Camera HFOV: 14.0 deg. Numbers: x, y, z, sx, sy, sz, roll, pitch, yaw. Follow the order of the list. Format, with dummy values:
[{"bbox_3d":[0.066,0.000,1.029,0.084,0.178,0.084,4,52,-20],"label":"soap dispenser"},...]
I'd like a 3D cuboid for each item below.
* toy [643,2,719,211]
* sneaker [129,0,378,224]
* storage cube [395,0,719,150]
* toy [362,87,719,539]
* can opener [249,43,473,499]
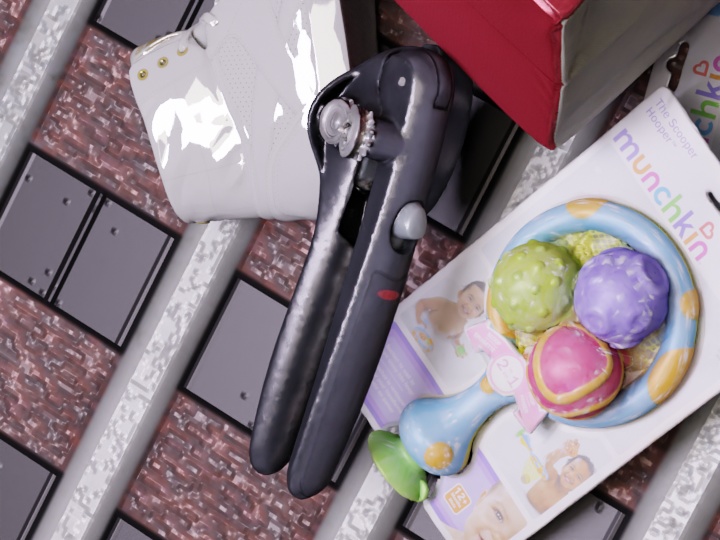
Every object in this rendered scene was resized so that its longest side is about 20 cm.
[{"bbox_3d":[0.207,-0.064,1.206,0.199,0.047,0.116,17,93,22],"label":"toy"},{"bbox_3d":[-0.054,-0.119,1.305,0.115,0.074,0.201,-4,87,19],"label":"sneaker"},{"bbox_3d":[0.076,-0.185,1.168,0.200,0.171,0.180,-43,77,-8],"label":"storage cube"},{"bbox_3d":[0.080,0.030,1.234,0.200,0.047,0.115,-41,76,27],"label":"toy"},{"bbox_3d":[0.000,0.000,1.239,0.063,0.078,0.201,22,95,55],"label":"can opener"}]
